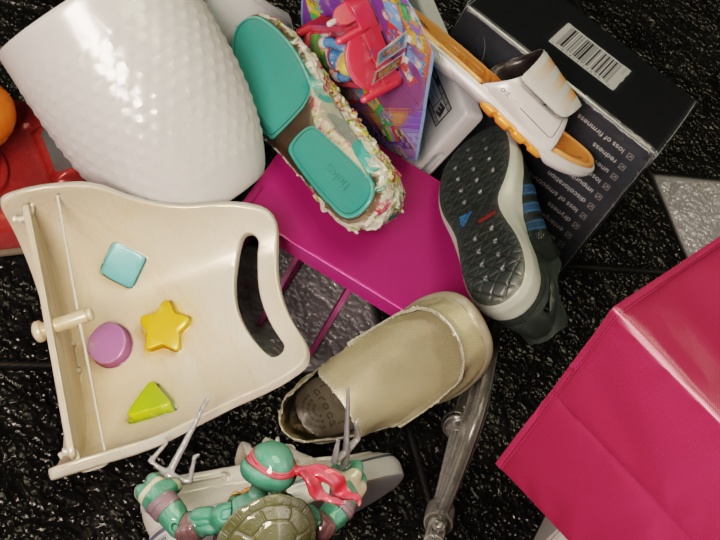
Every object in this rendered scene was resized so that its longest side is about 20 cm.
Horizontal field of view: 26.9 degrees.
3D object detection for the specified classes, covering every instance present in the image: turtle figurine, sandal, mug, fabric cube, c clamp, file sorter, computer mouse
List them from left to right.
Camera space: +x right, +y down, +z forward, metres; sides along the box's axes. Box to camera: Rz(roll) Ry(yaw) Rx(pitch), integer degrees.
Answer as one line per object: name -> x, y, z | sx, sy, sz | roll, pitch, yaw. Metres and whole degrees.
mug -> -0.153, -0.126, 1.116 | 0.176, 0.147, 0.200 | 58, 5, -9
turtle figurine -> -0.071, 0.166, 0.950 | 0.149, 0.201, 0.101 | 10, 21, -11
computer mouse -> -0.079, -0.176, 1.225 | 0.044, 0.110, 0.200 | 37, 3, 20
file sorter -> 0.000, 0.000, 1.178 | 0.200, 0.126, 0.139 | 31, 46, 0
c clamp -> 0.071, 0.129, 1.115 | 0.027, 0.171, 0.200 | 16, 32, 3
sandal -> 0.113, -0.151, 1.151 | 0.206, 0.059, 0.079 | 38, 20, -12
fabric cube -> 0.256, 0.115, 1.050 | 0.196, 0.200, 0.199 | -28, 67, -39

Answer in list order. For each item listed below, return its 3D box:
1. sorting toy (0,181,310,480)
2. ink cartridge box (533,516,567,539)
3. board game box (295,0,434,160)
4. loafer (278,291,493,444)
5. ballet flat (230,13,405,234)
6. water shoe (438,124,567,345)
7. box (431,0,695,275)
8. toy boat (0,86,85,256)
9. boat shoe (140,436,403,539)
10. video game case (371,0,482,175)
sorting toy -> -0.132, 0.034, 1.028 | 0.179, 0.107, 0.201 | -14, 71, 0
ink cartridge box -> 0.230, 0.192, 1.172 | 0.145, 0.084, 0.200 | 34, 45, 3
board game box -> -0.013, -0.165, 1.133 | 0.039, 0.200, 0.158 | -31, 67, -20
loafer -> 0.014, 0.081, 1.068 | 0.068, 0.200, 0.076 | -32, 86, -48
ballet flat -> -0.032, -0.106, 1.126 | 0.064, 0.076, 0.200 | 9, 45, -59
water shoe -> 0.108, -0.025, 1.133 | 0.079, 0.071, 0.200 | 45, 29, -35
box -> 0.143, -0.116, 1.296 | 0.200, 0.197, 0.124 | 39, 39, 5
toy boat -> -0.287, -0.086, 1.089 | 0.199, 0.131, 0.131 | -8, 58, -34
boat shoe -> -0.063, 0.149, 1.063 | 0.199, 0.071, 0.070 | -13, 63, -28
video game case -> 0.014, -0.148, 1.269 | 0.023, 0.182, 0.201 | 8, 49, -38
